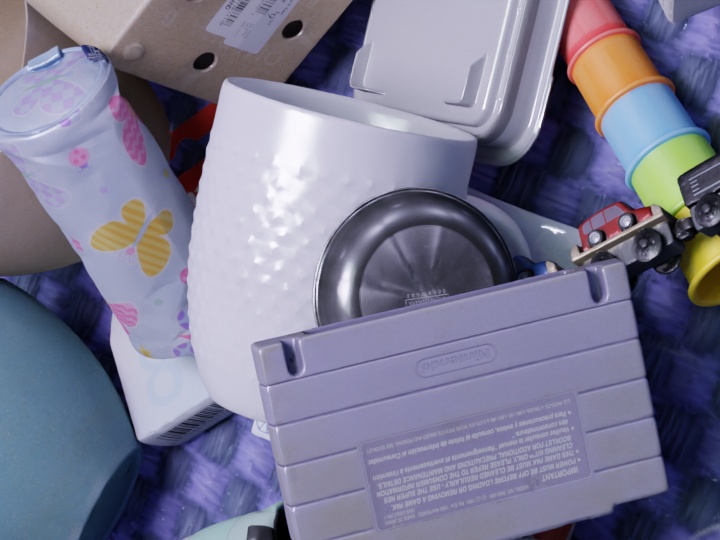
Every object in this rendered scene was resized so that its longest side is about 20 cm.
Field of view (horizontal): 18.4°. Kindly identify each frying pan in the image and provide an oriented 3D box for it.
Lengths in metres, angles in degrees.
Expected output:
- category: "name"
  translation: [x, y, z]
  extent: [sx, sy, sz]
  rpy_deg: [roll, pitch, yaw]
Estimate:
- category: "frying pan"
  translation: [0.022, 0.050, 1.165]
  extent: [0.031, 0.114, 0.191]
  rpy_deg: [178, 107, -74]

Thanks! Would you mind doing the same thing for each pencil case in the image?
- category: "pencil case"
  translation: [-0.144, -0.039, 1.329]
  extent: [0.083, 0.201, 0.091]
  rpy_deg: [-33, 34, -4]

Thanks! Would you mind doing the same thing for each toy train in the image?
- category: "toy train"
  translation: [0.139, -0.014, 1.183]
  extent: [0.199, 0.034, 0.046]
  rpy_deg: [-30, 59, 26]

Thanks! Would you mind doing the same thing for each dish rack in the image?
- category: "dish rack"
  translation: [0.058, -0.170, 1.316]
  extent: [0.171, 0.043, 0.201]
  rpy_deg: [15, 92, 56]

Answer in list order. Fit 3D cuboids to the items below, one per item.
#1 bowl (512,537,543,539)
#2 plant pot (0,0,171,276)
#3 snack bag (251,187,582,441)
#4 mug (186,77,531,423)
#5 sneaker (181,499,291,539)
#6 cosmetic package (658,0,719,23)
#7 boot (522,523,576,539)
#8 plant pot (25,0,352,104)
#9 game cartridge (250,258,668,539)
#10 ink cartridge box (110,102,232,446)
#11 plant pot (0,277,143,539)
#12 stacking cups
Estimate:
- category: "bowl"
  translation: [0.086, 0.246, 1.161]
  extent: [0.198, 0.075, 0.202]
  rpy_deg: [7, 102, 2]
- category: "plant pot"
  translation: [-0.203, -0.082, 1.447]
  extent: [0.200, 0.134, 0.202]
  rpy_deg: [-34, 47, 47]
- category: "snack bag"
  translation: [0.045, 0.044, 1.306]
  extent: [0.199, 0.021, 0.190]
  rpy_deg: [22, 97, 24]
- category: "mug"
  translation: [0.000, 0.000, 1.250]
  extent: [0.148, 0.199, 0.177]
  rpy_deg: [-117, 40, -78]
- category: "sneaker"
  translation: [-0.054, 0.239, 1.344]
  extent: [0.118, 0.073, 0.202]
  rpy_deg: [-32, 62, 37]
- category: "cosmetic package"
  translation: [0.176, -0.252, 1.211]
  extent: [0.107, 0.085, 0.201]
  rpy_deg: [-20, 65, -3]
- category: "boot"
  translation: [0.098, 0.103, 1.220]
  extent: [0.075, 0.107, 0.201]
  rpy_deg: [19, 97, 14]
- category: "plant pot"
  translation: [-0.105, -0.215, 1.364]
  extent: [0.200, 0.199, 0.178]
  rpy_deg: [-48, 52, 22]
- category: "game cartridge"
  translation: [0.052, 0.078, 1.141]
  extent: [0.038, 0.199, 0.131]
  rpy_deg: [-150, 49, -76]
- category: "ink cartridge box"
  translation: [-0.102, -0.010, 1.440]
  extent: [0.160, 0.047, 0.201]
  rpy_deg: [-32, 66, 30]
- category: "plant pot"
  translation: [-0.221, 0.125, 1.442]
  extent: [0.134, 0.200, 0.201]
  rpy_deg: [27, 101, 8]
- category: "stacking cups"
  translation: [0.166, -0.078, 1.237]
  extent: [0.060, 0.060, 0.201]
  rpy_deg: [-40, 59, 26]
